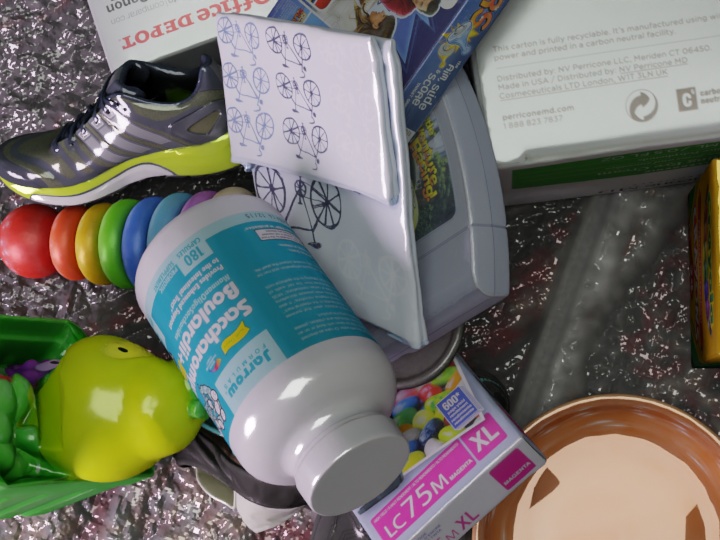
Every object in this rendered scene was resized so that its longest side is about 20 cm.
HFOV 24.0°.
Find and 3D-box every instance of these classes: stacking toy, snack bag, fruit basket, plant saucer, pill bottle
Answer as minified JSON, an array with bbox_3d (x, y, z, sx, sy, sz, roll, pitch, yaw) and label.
[{"bbox_3d":[-0.169,-0.016,1.201,0.199,0.085,0.086,1,84,22],"label":"stacking toy"},{"bbox_3d":[-0.028,-0.060,1.075,0.021,0.188,0.201,-19,113,-32],"label":"snack bag"},{"bbox_3d":[-0.202,0.087,1.130,0.215,0.216,0.156,-31,73,1],"label":"fruit basket"},{"bbox_3d":[0.178,0.187,1.181,0.199,0.037,0.201,-1,85,5],"label":"plant saucer"},{"bbox_3d":[-0.050,0.054,1.044,0.111,0.111,0.200,-38,57,0],"label":"pill bottle"}]

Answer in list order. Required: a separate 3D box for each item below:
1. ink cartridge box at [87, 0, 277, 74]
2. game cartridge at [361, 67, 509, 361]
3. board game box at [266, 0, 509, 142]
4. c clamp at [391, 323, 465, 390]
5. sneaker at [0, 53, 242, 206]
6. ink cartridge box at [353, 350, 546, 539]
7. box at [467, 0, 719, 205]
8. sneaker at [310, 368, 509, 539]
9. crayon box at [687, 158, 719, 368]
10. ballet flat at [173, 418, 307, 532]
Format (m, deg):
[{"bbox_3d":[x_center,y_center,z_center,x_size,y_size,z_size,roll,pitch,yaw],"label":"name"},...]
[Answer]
[{"bbox_3d":[-0.134,-0.245,1.230,0.145,0.083,0.201,-20,82,2],"label":"ink cartridge box"},{"bbox_3d":[0.031,-0.057,1.096,0.133,0.041,0.201,-32,63,40],"label":"game cartridge"},{"bbox_3d":[0.034,-0.193,1.064,0.200,0.034,0.135,-54,53,12],"label":"board game box"},{"bbox_3d":[0.000,0.000,1.155,0.170,0.027,0.201,13,79,28],"label":"c clamp"},{"bbox_3d":[-0.168,-0.105,1.183,0.199,0.081,0.074,-13,39,12],"label":"sneaker"},{"bbox_3d":[0.027,0.102,1.141,0.119,0.042,0.200,-42,38,3],"label":"ink cartridge box"},{"bbox_3d":[0.169,-0.162,1.151,0.198,0.171,0.201,-8,84,4],"label":"box"},{"bbox_3d":[0.032,0.153,1.170,0.075,0.079,0.200,36,89,-10],"label":"sneaker"},{"bbox_3d":[0.249,-0.003,1.113,0.051,0.200,0.128,0,83,5],"label":"crayon box"},{"bbox_3d":[-0.071,0.133,1.151,0.068,0.200,0.069,-13,108,-30],"label":"ballet flat"}]
